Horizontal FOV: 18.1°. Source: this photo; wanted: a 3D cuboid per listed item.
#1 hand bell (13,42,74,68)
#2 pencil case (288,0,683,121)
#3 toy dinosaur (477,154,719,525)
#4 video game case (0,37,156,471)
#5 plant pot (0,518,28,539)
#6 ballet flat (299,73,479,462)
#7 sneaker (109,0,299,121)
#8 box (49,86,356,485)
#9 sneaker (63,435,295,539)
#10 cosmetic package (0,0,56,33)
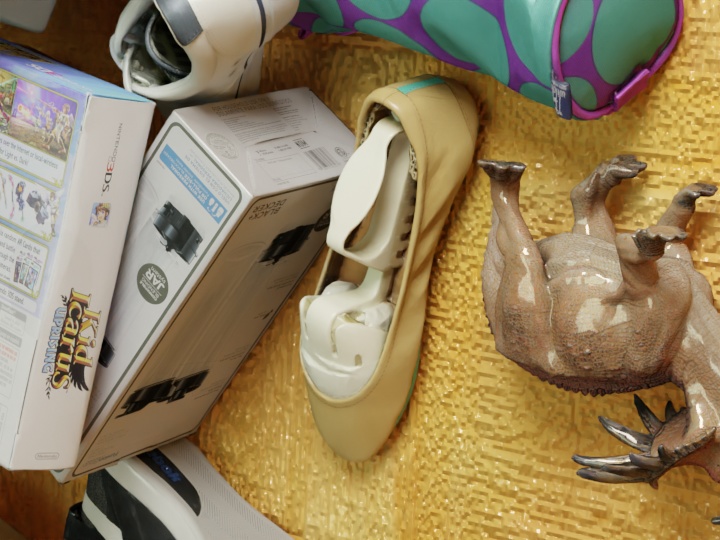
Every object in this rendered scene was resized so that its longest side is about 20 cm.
[{"bbox_3d":[-0.247,-0.117,1.207,0.104,0.199,0.105,-18,69,58],"label":"hand bell"},{"bbox_3d":[0.043,-0.128,1.021,0.199,0.085,0.093,24,136,39],"label":"pencil case"},{"bbox_3d":[0.104,0.027,0.985,0.199,0.085,0.137,24,115,44],"label":"toy dinosaur"},{"bbox_3d":[-0.192,-0.022,1.111,0.199,0.045,0.183,24,106,43],"label":"video game case"},{"bbox_3d":[-0.256,0.185,1.259,0.200,0.200,0.135,23,72,38],"label":"plant pot"},{"bbox_3d":[0.000,0.000,1.082,0.068,0.063,0.201,27,110,37],"label":"ballet flat"},{"bbox_3d":[-0.087,-0.110,1.078,0.073,0.070,0.200,62,162,9],"label":"sneaker"},{"bbox_3d":[-0.088,0.007,1.121,0.060,0.116,0.200,45,122,18],"label":"box"},{"bbox_3d":[-0.084,0.177,1.170,0.200,0.073,0.112,46,124,39],"label":"sneaker"},{"bbox_3d":[-0.236,-0.234,1.152,0.200,0.164,0.166,25,95,61],"label":"cosmetic package"}]
